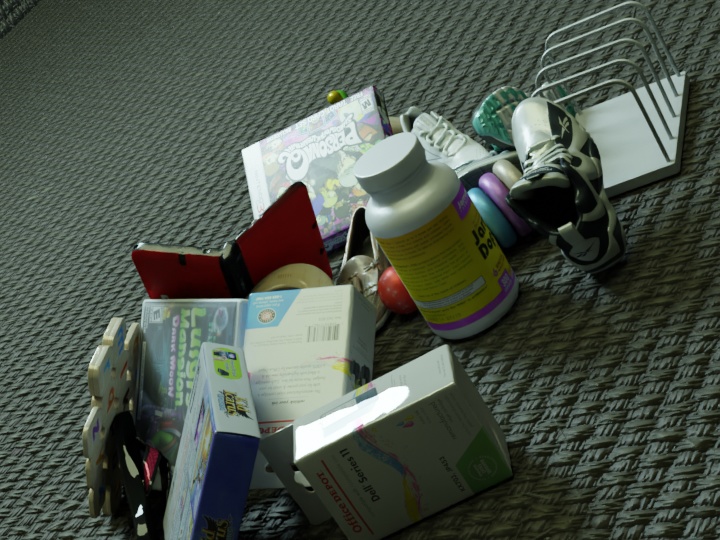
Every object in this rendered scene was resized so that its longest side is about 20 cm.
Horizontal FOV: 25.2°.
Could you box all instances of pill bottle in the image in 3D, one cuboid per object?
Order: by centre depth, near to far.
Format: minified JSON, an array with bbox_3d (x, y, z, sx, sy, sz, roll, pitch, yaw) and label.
[{"bbox_3d":[0.072,-0.036,1.609,0.104,0.201,0.105,-26,26,14],"label":"pill bottle"}]

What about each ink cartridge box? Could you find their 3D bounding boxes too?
[{"bbox_3d":[0.018,0.165,1.406,0.199,0.118,0.067,-28,27,12],"label":"ink cartridge box"},{"bbox_3d":[-0.054,0.122,1.549,0.114,0.068,0.202,-5,64,22],"label":"ink cartridge box"}]

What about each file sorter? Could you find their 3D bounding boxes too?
[{"bbox_3d":[0.264,-0.184,1.741,0.138,0.125,0.201,-19,27,26],"label":"file sorter"}]

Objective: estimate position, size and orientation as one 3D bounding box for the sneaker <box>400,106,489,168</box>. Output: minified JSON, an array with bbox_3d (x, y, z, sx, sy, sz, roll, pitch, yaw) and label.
[{"bbox_3d":[0.097,-0.140,1.908,0.074,0.087,0.200,-37,26,-13],"label":"sneaker"}]

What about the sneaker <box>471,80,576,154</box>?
[{"bbox_3d":[0.172,-0.160,1.831,0.091,0.078,0.199,-30,-10,32],"label":"sneaker"}]

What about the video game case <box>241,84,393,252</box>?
[{"bbox_3d":[-0.045,-0.111,1.986,0.199,0.036,0.183,-24,58,19],"label":"video game case"}]

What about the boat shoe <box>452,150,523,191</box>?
[{"bbox_3d":[0.120,-0.088,1.804,0.201,0.075,0.065,-28,28,27],"label":"boat shoe"}]

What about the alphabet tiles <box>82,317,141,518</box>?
[{"bbox_3d":[-0.260,0.154,1.688,0.014,0.201,0.196,6,35,7],"label":"alphabet tiles"}]

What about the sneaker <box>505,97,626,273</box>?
[{"bbox_3d":[0.183,-0.099,1.570,0.079,0.129,0.201,-24,66,22],"label":"sneaker"}]

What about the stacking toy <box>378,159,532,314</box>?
[{"bbox_3d":[0.103,-0.026,1.717,0.200,0.085,0.085,-40,24,2],"label":"stacking toy"}]

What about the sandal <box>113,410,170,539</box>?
[{"bbox_3d":[-0.212,0.219,1.626,0.045,0.075,0.201,-21,41,-2],"label":"sandal"}]

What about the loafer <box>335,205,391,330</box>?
[{"bbox_3d":[0.000,0.000,1.795,0.071,0.063,0.201,-24,26,20],"label":"loafer"}]

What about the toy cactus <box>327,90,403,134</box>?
[{"bbox_3d":[-0.011,-0.167,2.111,0.163,0.103,0.200,-4,30,14],"label":"toy cactus"}]

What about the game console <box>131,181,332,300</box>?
[{"bbox_3d":[-0.138,-0.003,1.770,0.171,0.201,0.119,5,56,14],"label":"game console"}]

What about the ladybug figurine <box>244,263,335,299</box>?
[{"bbox_3d":[-0.074,0.089,1.669,0.135,0.072,0.201,-5,55,25],"label":"ladybug figurine"}]

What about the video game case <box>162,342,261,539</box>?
[{"bbox_3d":[-0.139,0.196,1.478,0.045,0.202,0.182,9,21,-12],"label":"video game case"}]

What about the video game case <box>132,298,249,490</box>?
[{"bbox_3d":[-0.178,0.130,1.666,0.181,0.023,0.202,-1,82,49],"label":"video game case"}]
